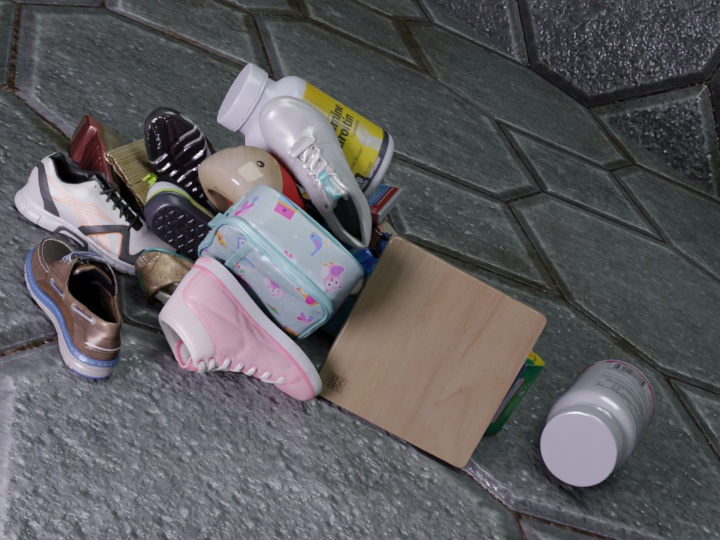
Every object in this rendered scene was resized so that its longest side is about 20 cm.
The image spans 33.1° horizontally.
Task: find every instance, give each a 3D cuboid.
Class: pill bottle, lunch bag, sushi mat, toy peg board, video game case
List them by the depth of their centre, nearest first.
[{"bbox_3d":[-0.093,-0.006,1.285,0.160,0.077,0.200,40,-22,-6],"label":"lunch bag"},{"bbox_3d":[0.076,0.086,1.399,0.198,0.201,0.098,28,8,-5],"label":"toy peg board"},{"bbox_3d":[-0.067,-0.163,1.461,0.199,0.112,0.112,29,23,-18],"label":"pill bottle"},{"bbox_3d":[-0.264,-0.119,1.521,0.096,0.012,0.200,59,11,-7],"label":"sushi mat"},{"bbox_3d":[0.299,0.192,1.531,0.113,0.114,0.200,36,24,13],"label":"pill bottle"},{"bbox_3d":[-0.050,-0.115,1.763,0.199,0.018,0.143,13,21,12],"label":"video game case"}]

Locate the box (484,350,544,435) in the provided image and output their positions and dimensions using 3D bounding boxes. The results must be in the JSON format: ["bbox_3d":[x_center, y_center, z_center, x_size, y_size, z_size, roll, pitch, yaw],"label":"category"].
[{"bbox_3d":[0.125,0.095,1.514,0.048,0.118,0.200,4,35,-47],"label":"box"}]

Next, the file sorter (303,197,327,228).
[{"bbox_3d":[-0.099,-0.080,1.578,0.122,0.139,0.200,34,23,-2],"label":"file sorter"}]

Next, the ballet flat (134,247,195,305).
[{"bbox_3d":[-0.166,0.033,1.385,0.199,0.070,0.066,15,55,-27],"label":"ballet flat"}]

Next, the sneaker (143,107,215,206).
[{"bbox_3d":[-0.236,-0.163,1.579,0.116,0.075,0.200,58,0,38],"label":"sneaker"}]

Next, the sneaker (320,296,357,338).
[{"bbox_3d":[0.019,0.055,1.518,0.200,0.080,0.130,38,26,15],"label":"sneaker"}]

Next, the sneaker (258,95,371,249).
[{"bbox_3d":[-0.041,-0.109,1.376,0.200,0.075,0.089,54,5,-23],"label":"sneaker"}]

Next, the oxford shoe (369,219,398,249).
[{"bbox_3d":[0.036,-0.026,1.710,0.074,0.071,0.200,24,25,-22],"label":"oxford shoe"}]

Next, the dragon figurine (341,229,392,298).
[{"bbox_3d":[0.000,0.000,1.454,0.099,0.059,0.200,34,27,29],"label":"dragon figurine"}]

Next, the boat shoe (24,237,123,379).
[{"bbox_3d":[-0.282,0.021,1.237,0.072,0.073,0.200,8,32,-42],"label":"boat shoe"}]

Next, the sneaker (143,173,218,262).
[{"bbox_3d":[-0.177,-0.046,1.423,0.200,0.072,0.083,47,16,-36],"label":"sneaker"}]

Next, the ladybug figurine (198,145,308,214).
[{"bbox_3d":[-0.114,-0.079,1.398,0.135,0.072,0.200,33,-15,24],"label":"ladybug figurine"}]

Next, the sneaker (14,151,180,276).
[{"bbox_3d":[-0.292,-0.062,1.384,0.199,0.080,0.074,28,21,-11],"label":"sneaker"}]

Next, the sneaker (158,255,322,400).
[{"bbox_3d":[-0.135,0.090,1.292,0.200,0.105,0.075,50,-25,-20],"label":"sneaker"}]

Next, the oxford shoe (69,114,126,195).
[{"bbox_3d":[-0.310,-0.127,1.506,0.075,0.071,0.200,24,25,-31],"label":"oxford shoe"}]
